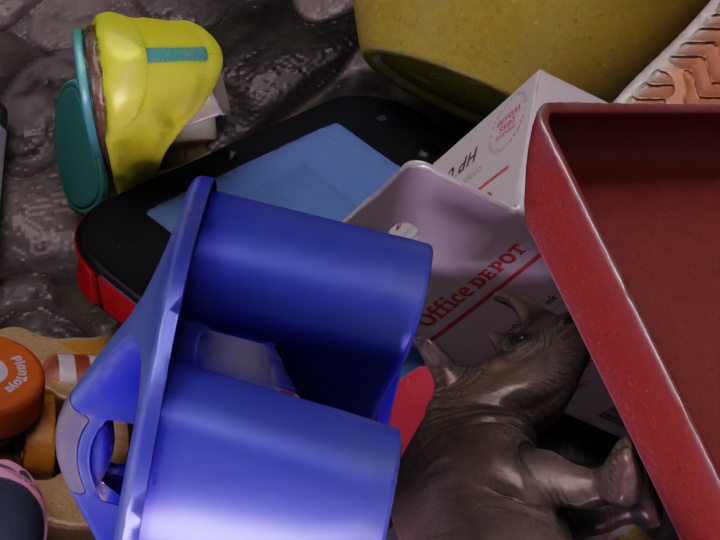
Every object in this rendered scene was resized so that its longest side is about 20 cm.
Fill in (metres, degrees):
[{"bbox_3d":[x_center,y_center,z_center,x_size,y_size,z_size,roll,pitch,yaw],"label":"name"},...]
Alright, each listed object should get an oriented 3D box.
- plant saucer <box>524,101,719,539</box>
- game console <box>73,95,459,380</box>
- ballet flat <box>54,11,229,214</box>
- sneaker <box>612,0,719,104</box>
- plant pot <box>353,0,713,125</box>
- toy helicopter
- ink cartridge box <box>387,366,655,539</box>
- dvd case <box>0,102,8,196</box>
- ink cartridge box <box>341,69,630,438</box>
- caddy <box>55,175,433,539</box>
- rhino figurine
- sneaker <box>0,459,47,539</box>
[{"bbox_3d":[0.140,0.038,0.905,0.037,0.200,0.200,-34,74,31],"label":"plant saucer"},{"bbox_3d":[0.000,0.000,1.107,0.177,0.031,0.200,33,42,30],"label":"game console"},{"bbox_3d":[-0.091,-0.064,1.130,0.067,0.200,0.067,-10,81,-11],"label":"ballet flat"},{"bbox_3d":[0.177,-0.085,1.142,0.200,0.080,0.071,-40,67,-8],"label":"sneaker"},{"bbox_3d":[0.074,-0.138,1.164,0.200,0.200,0.142,20,84,23],"label":"plant pot"},{"bbox_3d":[-0.087,0.046,1.096,0.132,0.079,0.200,18,38,12],"label":"toy helicopter"},{"bbox_3d":[0.052,0.167,0.939,0.145,0.145,0.200,-41,56,-20],"label":"ink cartridge box"},{"bbox_3d":[-0.206,-0.032,1.137,0.025,0.150,0.200,-19,49,22],"label":"dvd case"},{"bbox_3d":[0.084,-0.004,1.024,0.200,0.115,0.068,24,56,-19],"label":"ink cartridge box"},{"bbox_3d":[-0.043,0.060,0.831,0.105,0.200,0.141,10,57,-1],"label":"caddy"},{"bbox_3d":[0.053,0.080,0.875,0.087,0.060,0.200,-14,48,11],"label":"rhino figurine"},{"bbox_3d":[-0.187,0.146,1.015,0.200,0.070,0.082,-37,16,26],"label":"sneaker"}]
